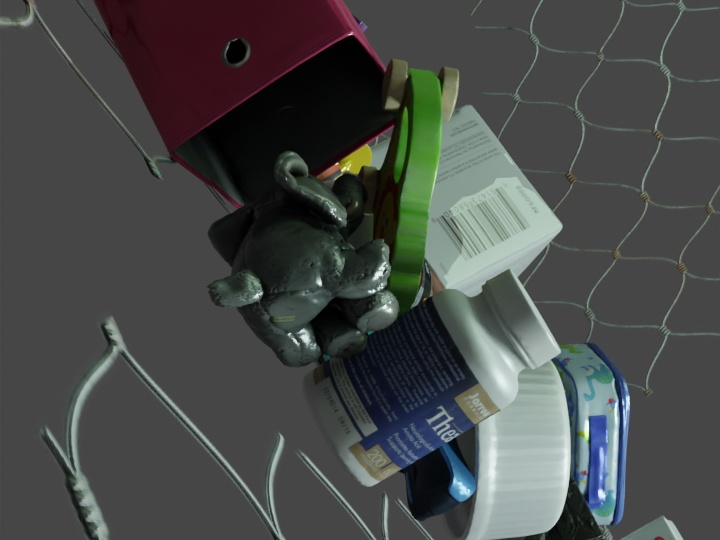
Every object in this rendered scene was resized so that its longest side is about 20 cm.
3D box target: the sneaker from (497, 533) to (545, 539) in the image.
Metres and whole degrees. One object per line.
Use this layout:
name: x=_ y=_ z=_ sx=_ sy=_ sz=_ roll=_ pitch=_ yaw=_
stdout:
sneaker: x=0.170 y=0.278 z=1.477 sx=0.074 sy=0.079 sz=0.200 roll=31 pitch=12 yaw=-12

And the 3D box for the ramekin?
ramekin: x=0.137 y=0.170 z=1.297 sx=0.200 sy=0.097 sz=0.201 roll=180 pitch=-90 yaw=-82

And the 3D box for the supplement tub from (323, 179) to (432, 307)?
supplement tub: x=0.000 y=0.000 z=1.357 sx=0.123 sy=0.122 sz=0.200 roll=63 pitch=8 yaw=30

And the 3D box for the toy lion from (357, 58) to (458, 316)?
toy lion: x=0.037 y=-0.057 z=1.160 sx=0.192 sy=0.068 sz=0.200 roll=-90 pitch=-169 yaw=-47

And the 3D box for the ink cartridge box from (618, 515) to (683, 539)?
ink cartridge box: x=0.263 y=0.360 z=1.334 sx=0.146 sy=0.200 sz=0.083 roll=61 pitch=7 yaw=20

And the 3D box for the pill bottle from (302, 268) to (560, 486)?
pill bottle: x=0.061 y=0.085 z=1.093 sx=0.111 sy=0.200 sz=0.111 roll=56 pitch=7 yaw=-11

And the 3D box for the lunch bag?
lunch bag: x=0.266 y=0.198 z=1.572 sx=0.161 sy=0.082 sz=0.201 roll=-118 pitch=-155 yaw=-73

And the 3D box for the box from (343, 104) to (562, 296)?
box: x=0.085 y=-0.052 z=1.562 sx=0.200 sy=0.199 sz=0.171 roll=55 pitch=-33 yaw=14

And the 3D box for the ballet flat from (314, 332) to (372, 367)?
ballet flat: x=-0.038 y=0.037 z=1.204 sx=0.200 sy=0.071 sz=0.071 roll=59 pitch=7 yaw=-8

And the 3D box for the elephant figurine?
elephant figurine: x=-0.055 y=-0.029 z=1.085 sx=0.155 sy=0.141 sz=0.200 roll=72 pitch=0 yaw=-51

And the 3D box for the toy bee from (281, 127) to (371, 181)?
toy bee: x=-0.039 y=-0.088 z=1.402 sx=0.109 sy=0.131 sz=0.200 roll=51 pitch=9 yaw=3

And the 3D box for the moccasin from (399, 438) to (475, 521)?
moccasin: x=0.048 y=0.161 z=1.244 sx=0.080 sy=0.068 sz=0.200 roll=48 pitch=9 yaw=-20

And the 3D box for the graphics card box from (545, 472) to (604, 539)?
graphics card box: x=0.223 y=0.318 z=1.526 sx=0.200 sy=0.051 sz=0.126 roll=89 pitch=-17 yaw=-47

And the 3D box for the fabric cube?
fabric cube: x=-0.100 y=-0.206 z=1.229 sx=0.200 sy=0.196 sz=0.200 roll=62 pitch=8 yaw=22

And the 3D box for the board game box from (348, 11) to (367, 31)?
board game box: x=-0.067 y=-0.192 z=1.399 sx=0.032 sy=0.200 sz=0.120 roll=40 pitch=8 yaw=1
